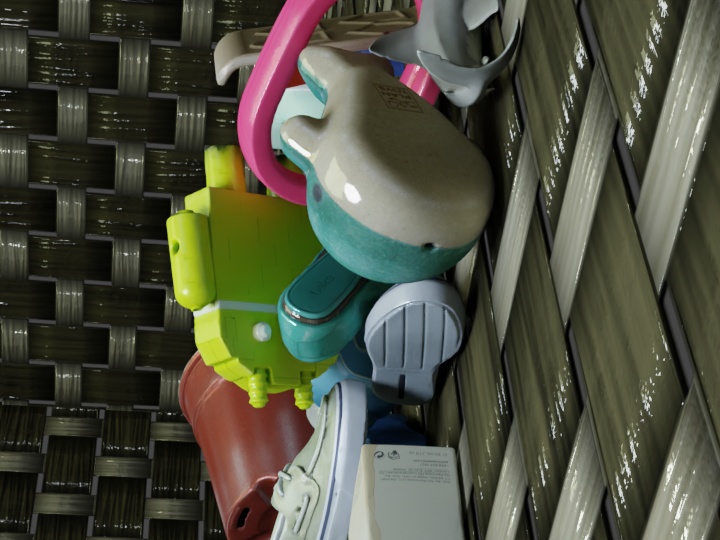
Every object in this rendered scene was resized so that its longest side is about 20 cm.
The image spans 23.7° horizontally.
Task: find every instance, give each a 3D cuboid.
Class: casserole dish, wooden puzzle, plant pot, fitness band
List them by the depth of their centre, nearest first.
[{"bbox_3d":[-0.011,-0.142,1.275,0.201,0.143,0.037,-63,36,18],"label":"fitness band"},{"bbox_3d":[-0.021,-0.181,1.405,0.185,0.198,0.047,-113,10,-76],"label":"wooden puzzle"},{"bbox_3d":[-0.015,0.031,1.408,0.039,0.121,0.202,-33,61,33],"label":"casserole dish"},{"bbox_3d":[-0.080,0.188,1.786,0.196,0.199,0.202,-106,19,-46],"label":"plant pot"}]

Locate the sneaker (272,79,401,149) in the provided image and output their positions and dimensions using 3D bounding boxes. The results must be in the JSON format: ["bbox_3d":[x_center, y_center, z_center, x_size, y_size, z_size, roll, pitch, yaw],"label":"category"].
[{"bbox_3d":[-0.037,-0.093,1.417,0.199,0.074,0.119,0,64,44],"label":"sneaker"}]

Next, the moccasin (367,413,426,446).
[{"bbox_3d":[0.009,0.160,1.431,0.200,0.080,0.069,-139,48,-83],"label":"moccasin"}]

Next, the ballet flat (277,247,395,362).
[{"bbox_3d":[0.000,0.000,1.301,0.200,0.067,0.071,-46,-24,-39],"label":"ballet flat"}]

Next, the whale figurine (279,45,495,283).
[{"bbox_3d":[0.009,-0.073,1.185,0.104,0.158,0.201,-63,37,34],"label":"whale figurine"}]

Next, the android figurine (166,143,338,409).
[{"bbox_3d":[-0.071,0.006,1.300,0.041,0.181,0.202,-21,68,43],"label":"android figurine"}]

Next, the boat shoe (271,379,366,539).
[{"bbox_3d":[-0.037,0.179,1.329,0.072,0.061,0.202,-101,21,-74],"label":"boat shoe"}]

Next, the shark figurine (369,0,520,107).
[{"bbox_3d":[0.052,-0.152,1.192,0.215,0.089,0.129,-93,8,-56],"label":"shark figurine"}]

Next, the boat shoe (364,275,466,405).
[{"bbox_3d":[0.037,0.040,1.283,0.200,0.071,0.063,105,172,-66],"label":"boat shoe"}]

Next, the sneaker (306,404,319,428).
[{"bbox_3d":[0.013,0.075,1.526,0.201,0.072,0.072,-60,39,44],"label":"sneaker"}]

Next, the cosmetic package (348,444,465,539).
[{"bbox_3d":[0.034,0.228,1.196,0.201,0.072,0.104,-93,8,-50],"label":"cosmetic package"}]
